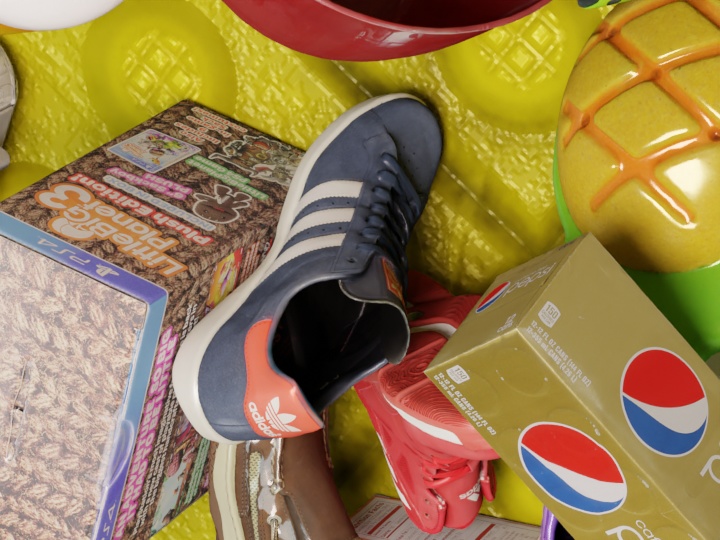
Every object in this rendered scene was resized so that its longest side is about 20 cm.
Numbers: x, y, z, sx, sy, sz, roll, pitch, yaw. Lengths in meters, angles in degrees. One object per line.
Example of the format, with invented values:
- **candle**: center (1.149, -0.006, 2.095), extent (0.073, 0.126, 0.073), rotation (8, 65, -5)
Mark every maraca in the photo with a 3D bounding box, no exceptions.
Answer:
- **maraca**: center (0.140, -0.044, 1.155), extent (0.137, 0.107, 0.201), rotation (8, 73, 38)

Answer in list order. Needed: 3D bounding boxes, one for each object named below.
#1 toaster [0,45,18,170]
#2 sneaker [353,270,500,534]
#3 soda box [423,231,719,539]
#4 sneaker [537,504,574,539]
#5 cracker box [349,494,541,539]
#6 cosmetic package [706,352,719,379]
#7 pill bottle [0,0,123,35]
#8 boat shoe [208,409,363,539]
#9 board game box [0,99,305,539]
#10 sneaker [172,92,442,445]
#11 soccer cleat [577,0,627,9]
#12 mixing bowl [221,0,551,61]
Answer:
- **toaster**: center (-0.270, -0.086, 1.380), extent (0.200, 0.114, 0.129), rotation (36, 117, 14)
- **sneaker**: center (0.052, 0.074, 1.255), extent (0.078, 0.200, 0.116), rotation (-26, 110, -6)
- **soda box**: center (0.123, 0.084, 1.101), extent (0.200, 0.064, 0.068), rotation (47, 143, -11)
- **sneaker**: center (0.102, 0.139, 1.209), extent (0.080, 0.083, 0.200), rotation (11, 128, 21)
- **cracker box**: center (0.083, 0.198, 1.334), extent (0.199, 0.058, 0.134), rotation (9, 112, 25)
- **cosmetic package**: center (0.184, 0.017, 1.196), extent (0.200, 0.083, 0.051), rotation (-14, 102, 32)
- **pill bottle**: center (-0.152, -0.164, 1.226), extent (0.111, 0.111, 0.200), rotation (69, 164, -10)
- **boat shoe**: center (-0.029, 0.120, 1.302), extent (0.075, 0.075, 0.203), rotation (16, 111, 24)
- **board game box**: center (-0.108, 0.032, 1.285), extent (0.097, 0.200, 0.160), rotation (25, 118, 17)
- **sneaker**: center (0.000, 0.000, 1.223), extent (0.084, 0.200, 0.075), rotation (1, 141, 44)
- **soccer cleat**: center (0.078, -0.203, 1.133), extent (0.200, 0.081, 0.068), rotation (60, 152, 8)
- **mixing bowl**: center (-0.005, -0.168, 1.180), extent (0.200, 0.200, 0.108), rotation (49, 147, 3)
